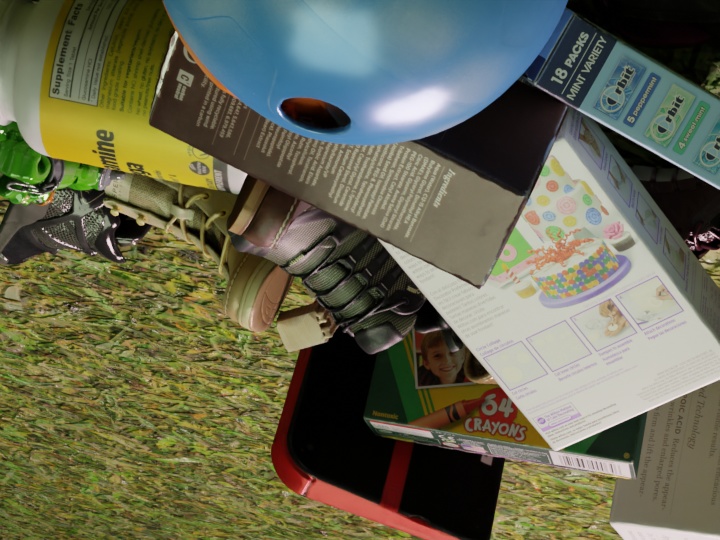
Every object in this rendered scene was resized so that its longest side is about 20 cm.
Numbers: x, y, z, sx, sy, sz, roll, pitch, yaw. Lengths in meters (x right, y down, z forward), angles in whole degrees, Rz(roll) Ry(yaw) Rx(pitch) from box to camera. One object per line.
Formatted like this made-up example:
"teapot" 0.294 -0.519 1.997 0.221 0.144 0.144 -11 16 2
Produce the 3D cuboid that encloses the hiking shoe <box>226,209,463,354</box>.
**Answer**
"hiking shoe" 0.000 0.000 1.211 0.199 0.101 0.076 11 148 -41

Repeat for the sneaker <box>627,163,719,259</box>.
"sneaker" 0.218 -0.010 1.209 0.199 0.116 0.076 -1 155 35

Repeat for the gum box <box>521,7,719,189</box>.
"gum box" 0.146 -0.100 1.008 0.199 0.045 0.170 24 -169 -26

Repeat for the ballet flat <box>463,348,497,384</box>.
"ballet flat" 0.097 -0.005 1.226 0.072 0.201 0.068 -13 -144 -25

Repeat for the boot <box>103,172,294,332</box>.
"boot" -0.114 -0.035 1.300 0.155 0.073 0.200 23 -156 -1

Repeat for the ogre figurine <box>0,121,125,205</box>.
"ogre figurine" -0.245 -0.099 1.287 0.119 0.099 0.199 12 175 -44

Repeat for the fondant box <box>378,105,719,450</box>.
"fondant box" 0.127 0.005 1.151 0.144 0.058 0.200 -27 116 30

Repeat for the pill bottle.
"pill bottle" -0.149 -0.119 1.165 0.199 0.113 0.113 11 160 7

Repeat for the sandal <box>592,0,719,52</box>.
"sandal" 0.179 -0.141 0.987 0.199 0.048 0.075 22 158 -20

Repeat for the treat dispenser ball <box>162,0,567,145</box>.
"treat dispenser ball" 0.002 -0.159 0.841 0.200 0.202 0.201 12 160 5

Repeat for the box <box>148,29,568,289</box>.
"box" 0.000 -0.083 0.970 0.199 0.100 0.075 26 128 4

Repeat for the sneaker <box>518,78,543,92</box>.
"sneaker" 0.028 -0.121 1.078 0.200 0.091 0.066 29 156 -36

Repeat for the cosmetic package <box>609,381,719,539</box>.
"cosmetic package" 0.335 0.170 1.536 0.199 0.166 0.165 5 159 24

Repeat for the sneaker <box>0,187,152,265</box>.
"sneaker" -0.235 -0.036 1.492 0.114 0.077 0.199 26 152 -14

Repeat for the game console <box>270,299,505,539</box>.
"game console" 0.031 0.107 1.408 0.176 0.201 0.031 23 141 -9

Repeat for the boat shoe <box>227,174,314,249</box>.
"boat shoe" -0.022 -0.076 1.095 0.070 0.200 0.070 32 130 -9

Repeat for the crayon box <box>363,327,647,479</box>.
"crayon box" 0.118 0.049 1.346 0.199 0.174 0.058 8 163 14

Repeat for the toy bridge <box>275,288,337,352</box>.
"toy bridge" -0.009 0.001 1.350 0.067 0.200 0.027 -16 108 17
